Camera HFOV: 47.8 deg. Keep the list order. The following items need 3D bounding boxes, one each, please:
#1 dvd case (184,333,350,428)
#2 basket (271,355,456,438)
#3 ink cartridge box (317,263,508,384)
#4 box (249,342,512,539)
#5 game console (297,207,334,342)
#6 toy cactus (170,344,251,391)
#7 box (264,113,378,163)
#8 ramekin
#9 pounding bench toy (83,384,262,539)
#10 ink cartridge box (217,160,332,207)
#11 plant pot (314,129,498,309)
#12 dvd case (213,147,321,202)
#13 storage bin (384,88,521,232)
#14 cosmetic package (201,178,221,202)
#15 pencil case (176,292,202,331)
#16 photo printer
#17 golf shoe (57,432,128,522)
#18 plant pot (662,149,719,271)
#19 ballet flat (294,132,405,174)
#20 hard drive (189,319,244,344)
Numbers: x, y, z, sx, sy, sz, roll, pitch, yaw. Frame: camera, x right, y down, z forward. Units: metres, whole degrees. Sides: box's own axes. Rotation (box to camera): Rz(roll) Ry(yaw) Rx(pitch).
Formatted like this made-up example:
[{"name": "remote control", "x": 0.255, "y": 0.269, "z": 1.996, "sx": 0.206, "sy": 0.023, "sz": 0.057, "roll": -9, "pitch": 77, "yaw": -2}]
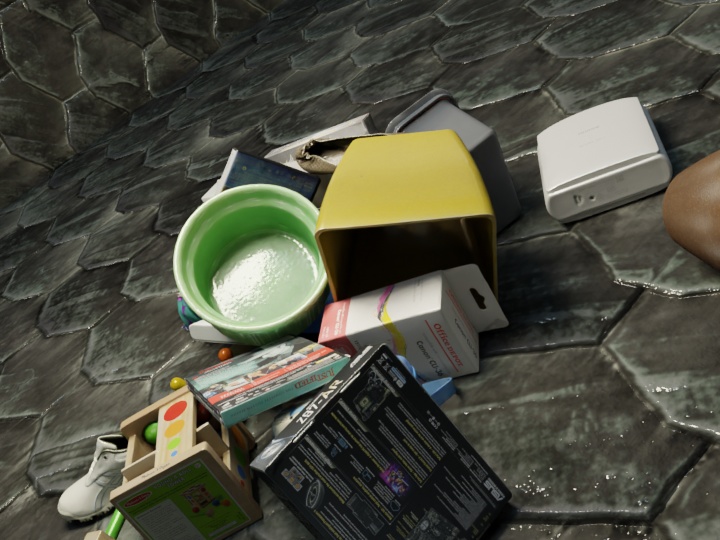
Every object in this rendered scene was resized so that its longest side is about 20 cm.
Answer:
[{"name": "dvd case", "x": -0.109, "y": 0.116, "z": 0.903, "sx": 0.146, "sy": 0.022, "sz": 0.200, "roll": -22, "pitch": 12, "yaw": -20}, {"name": "basket", "x": 0.002, "y": 0.168, "z": 0.888, "sx": 0.176, "sy": 0.140, "sz": 0.200, "roll": -21, "pitch": 3, "yaw": 22}, {"name": "ink cartridge box", "x": 0.065, "y": 0.075, "z": 0.966, "sx": 0.199, "sy": 0.117, "sz": 0.068, "roll": -18, "pitch": 37, "yaw": 23}, {"name": "box", "x": 0.024, "y": 0.193, "z": 0.743, "sx": 0.160, "sy": 0.200, "sz": 0.044, "roll": -45, "pitch": 12, "yaw": -22}, {"name": "game console", "x": 0.000, "y": 0.000, "z": 1.094, "sx": 0.199, "sy": 0.177, "sz": 0.116, "roll": -2, "pitch": 5, "yaw": 8}, {"name": "toy cactus", "x": -0.188, "y": 0.145, "z": 1.144, "sx": 0.200, "sy": 0.102, "sz": 0.165, "roll": -33, "pitch": 18, "yaw": 14}, {"name": "box", "x": -0.044, "y": -0.158, "z": 1.385, "sx": 0.199, "sy": 0.159, "sz": 0.048, "roll": -16, "pitch": 22, "yaw": 25}, {"name": "ramekin", "x": -0.130, "y": -0.001, "z": 1.044, "sx": 0.199, "sy": 0.098, "sz": 0.201, "roll": -1, "pitch": 66, "yaw": 3}, {"name": "pounding bench toy", "x": -0.239, "y": 0.250, "z": 0.980, "sx": 0.200, "sy": 0.124, "sz": 0.156, "roll": -29, "pitch": 29, "yaw": 4}, {"name": "ink cartridge box", "x": -0.108, "y": -0.078, "z": 1.287, "sx": 0.199, "sy": 0.147, "sz": 0.145, "roll": -7, "pitch": 80, "yaw": 37}, {"name": "plant pot", "x": 0.062, "y": -0.061, "z": 1.005, "sx": 0.199, "sy": 0.200, "sz": 0.177, "roll": -4, "pitch": 52, "yaw": 7}, {"name": "dvd case", "x": -0.152, "y": -0.059, "z": 1.138, "sx": 0.018, "sy": 0.142, "sz": 0.201, "roll": 39, "pitch": 109, "yaw": 50}, {"name": "storage bin", "x": 0.136, "y": -0.133, "z": 1.160, "sx": 0.145, "sy": 0.200, "sz": 0.134, "roll": -37, "pitch": 39, "yaw": -11}, {"name": "cosmetic package", "x": -0.189, "y": -0.123, "z": 1.520, "sx": 0.199, "sy": 0.113, "sz": 0.081, "roll": 0, "pitch": 41, "yaw": 40}, {"name": "pencil case", "x": -0.239, "y": 0.038, "z": 1.262, "sx": 0.200, "sy": 0.092, "sz": 0.085, "roll": 135, "pitch": 155, "yaw": -67}, {"name": "photo printer", "x": 0.331, "y": -0.163, "z": 1.134, "sx": 0.166, "sy": 0.070, "sz": 0.200, "roll": -19, "pitch": 31, "yaw": 21}, {"name": "golf shoe", "x": -0.334, "y": 0.258, "z": 1.088, "sx": 0.200, "sy": 0.097, "sz": 0.078, "roll": -31, "pitch": 31, "yaw": 4}, {"name": "plant pot", "x": 0.409, "y": -0.060, "z": 0.823, "sx": 0.187, "sy": 0.187, "sz": 0.200, "roll": -38, "pitch": 15, "yaw": -13}, {"name": "ballet flat", "x": -0.005, "y": -0.162, "z": 1.120, "sx": 0.199, "sy": 0.046, "sz": 0.068, "roll": 4, "pitch": 69, "yaw": 29}, {"name": "hard drive", "x": -0.129, "y": 0.061, "z": 1.181, "sx": 0.132, "sy": 0.026, "sz": 0.200, "roll": -1, "pitch": 15, "yaw": 43}]
